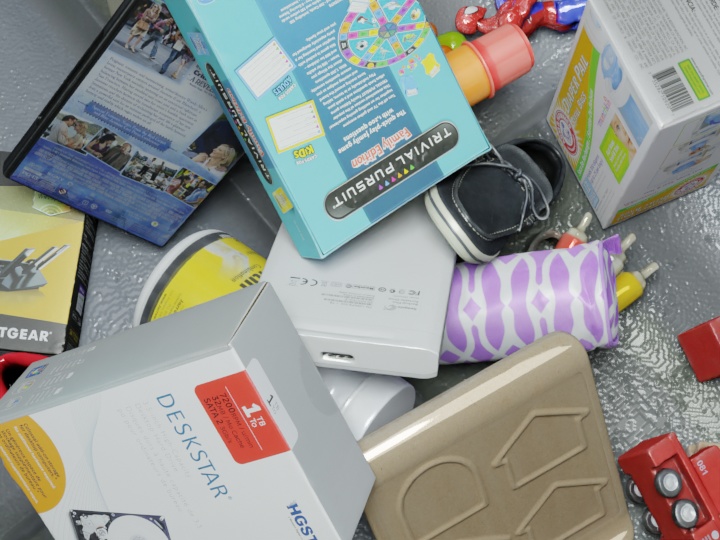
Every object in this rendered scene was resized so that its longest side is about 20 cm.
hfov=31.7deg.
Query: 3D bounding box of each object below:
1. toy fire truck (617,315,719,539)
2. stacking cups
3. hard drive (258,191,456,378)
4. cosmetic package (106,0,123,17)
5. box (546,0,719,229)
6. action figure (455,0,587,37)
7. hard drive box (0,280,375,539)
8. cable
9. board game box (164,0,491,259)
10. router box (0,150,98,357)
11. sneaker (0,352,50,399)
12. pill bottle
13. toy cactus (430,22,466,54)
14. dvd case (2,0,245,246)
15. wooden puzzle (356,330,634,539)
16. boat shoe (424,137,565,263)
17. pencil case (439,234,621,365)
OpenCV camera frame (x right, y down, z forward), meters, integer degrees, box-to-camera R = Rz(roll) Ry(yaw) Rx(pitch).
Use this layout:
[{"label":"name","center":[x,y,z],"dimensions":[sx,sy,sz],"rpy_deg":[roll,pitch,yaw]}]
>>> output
[{"label":"toy fire truck","center":[0.270,0.149,0.945],"dimensions":[0.140,0.049,0.202],"rpy_deg":[-26,84,-24]},{"label":"stacking cups","center":[0.039,-0.117,0.943],"dimensions":[0.198,0.061,0.061],"rpy_deg":[-27,75,-8]},{"label":"hard drive","center":[0.000,0.000,0.894],"dimensions":[0.130,0.027,0.201],"rpy_deg":[6,34,6]},{"label":"cosmetic package","center":[-0.129,-0.190,0.968],"dimensions":[0.102,0.200,0.074],"rpy_deg":[11,70,4]},{"label":"box","center":[0.220,-0.129,0.955],"dimensions":[0.100,0.200,0.114],"rpy_deg":[-22,73,-8]},{"label":"action figure","center":[0.173,-0.238,1.058],"dimensions":[0.197,0.065,0.100],"rpy_deg":[-8,82,-4]},{"label":"hard drive box","center":[-0.115,0.115,0.811],"dimensions":[0.198,0.077,0.157],"rpy_deg":[-19,111,25]},{"label":"cable","center":[0.140,0.045,0.979],"dimensions":[0.097,0.050,0.201],"rpy_deg":[36,76,5]},{"label":"board game box","center":[-0.020,-0.134,0.864],"dimensions":[0.150,0.047,0.202],"rpy_deg":[-32,103,-18]},{"label":"router box","center":[-0.311,-0.014,0.991],"dimensions":[0.197,0.052,0.160],"rpy_deg":[5,73,0]},{"label":"sneaker","center":[-0.195,0.133,0.916],"dimensions":[0.199,0.116,0.079],"rpy_deg":[33,76,10]},{"label":"pill bottle","center":[-0.061,0.064,0.922],"dimensions":[0.199,0.112,0.112],"rpy_deg":[33,75,21]},{"label":"toy cactus","center":[-0.007,-0.156,1.031],"dimensions":[0.199,0.103,0.165],"rpy_deg":[-35,58,-8]},{"label":"dvd case","center":[-0.150,-0.109,0.924],"dimensions":[0.142,0.200,0.018],"rpy_deg":[25,35,-32]},{"label":"wooden puzzle","center":[0.094,0.157,0.907],"dimensions":[0.184,0.202,0.046],"rpy_deg":[-28,31,-9]},{"label":"boat shoe","center":[0.104,-0.059,0.941],"dimensions":[0.062,0.200,0.075],"rpy_deg":[-38,86,29]},{"label":"pencil case","center":[0.096,0.025,0.949],"dimensions":[0.197,0.084,0.086],"rpy_deg":[-4,49,15]}]
